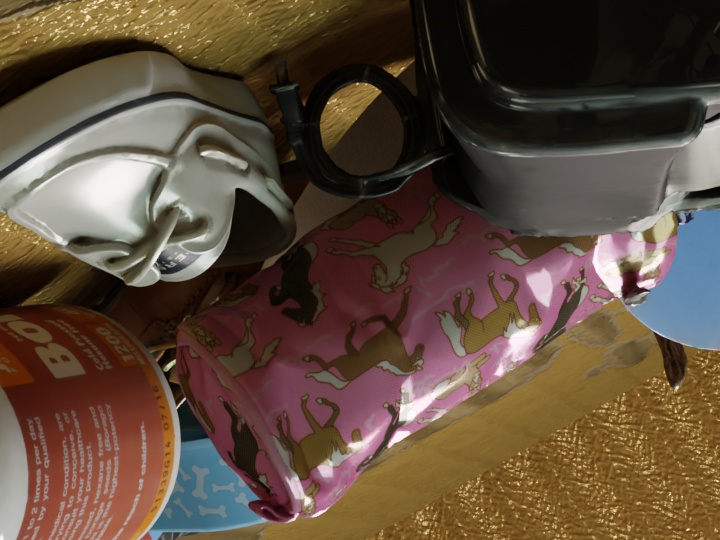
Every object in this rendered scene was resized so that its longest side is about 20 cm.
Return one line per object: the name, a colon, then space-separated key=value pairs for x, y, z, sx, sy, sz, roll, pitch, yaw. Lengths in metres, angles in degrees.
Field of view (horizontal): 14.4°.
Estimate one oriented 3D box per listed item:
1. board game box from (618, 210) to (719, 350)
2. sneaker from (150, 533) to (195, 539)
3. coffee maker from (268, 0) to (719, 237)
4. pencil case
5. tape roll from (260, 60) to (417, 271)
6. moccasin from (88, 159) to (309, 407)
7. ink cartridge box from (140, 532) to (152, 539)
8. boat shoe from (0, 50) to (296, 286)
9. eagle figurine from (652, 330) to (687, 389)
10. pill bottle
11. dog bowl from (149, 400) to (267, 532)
board game box: x=0.173 y=-0.065 z=1.268 sx=0.200 sy=0.039 sz=0.158 roll=-49 pitch=127 yaw=-4
sneaker: x=-0.091 y=0.117 z=1.710 sx=0.200 sy=0.071 sz=0.083 roll=-31 pitch=177 yaw=43
coffee maker: x=0.065 y=-0.072 z=0.923 sx=0.192 sy=0.135 sz=0.200 roll=-29 pitch=170 yaw=2
pencil case: x=0.026 y=0.011 z=1.048 sx=0.200 sy=0.087 sz=0.083 roll=-32 pitch=150 yaw=-18
tape roll: x=0.026 y=-0.012 z=1.173 sx=0.203 sy=0.037 sz=0.203 roll=-45 pitch=159 yaw=-23
moccasin: x=-0.067 y=0.023 z=1.197 sx=0.201 sy=0.078 sz=0.074 roll=-40 pitch=164 yaw=28
ink cartridge box: x=-0.222 y=0.159 z=1.469 sx=0.200 sy=0.068 sz=0.116 roll=-25 pitch=180 yaw=-29
boat shoe: x=-0.073 y=-0.026 z=0.961 sx=0.072 sy=0.066 sz=0.200 roll=-31 pitch=171 yaw=13
eagle figurine: x=0.212 y=-0.057 z=1.406 sx=0.200 sy=0.152 sz=0.151 roll=-38 pitch=162 yaw=24
pill bottle: x=-0.159 y=0.073 z=1.097 sx=0.112 sy=0.112 sz=0.200 roll=-32 pitch=170 yaw=20
dog bowl: x=-0.083 y=0.084 z=1.343 sx=0.200 sy=0.050 sz=0.111 roll=-4 pitch=-163 yaw=42
